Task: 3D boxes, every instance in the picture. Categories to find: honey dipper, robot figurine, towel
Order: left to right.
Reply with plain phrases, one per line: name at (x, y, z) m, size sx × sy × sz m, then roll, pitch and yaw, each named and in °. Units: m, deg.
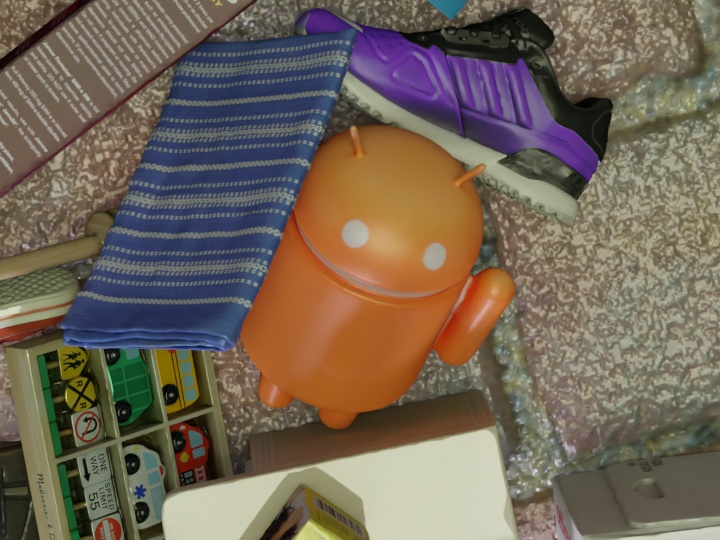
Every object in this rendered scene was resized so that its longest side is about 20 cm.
honey dipper at (-0.191, -0.002, 1.605) m, size 0.199 × 0.038 × 0.038 m, roll -17°, pitch 103°, yaw -36°
towel at (-0.086, -0.045, 1.574) m, size 0.024 × 0.144 × 0.201 m, roll 36°, pitch 66°, yaw -37°
robot figurine at (-0.002, 0.000, 1.609) m, size 0.144 × 0.116 × 0.201 m, roll 46°, pitch 135°, yaw 22°

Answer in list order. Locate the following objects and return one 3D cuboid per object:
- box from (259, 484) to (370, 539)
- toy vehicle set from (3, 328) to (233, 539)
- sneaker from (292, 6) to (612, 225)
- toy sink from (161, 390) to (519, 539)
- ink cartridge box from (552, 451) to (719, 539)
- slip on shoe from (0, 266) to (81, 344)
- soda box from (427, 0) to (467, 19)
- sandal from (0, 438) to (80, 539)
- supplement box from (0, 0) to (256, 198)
box at (-0.070, 0.219, 1.576) m, size 0.050 × 0.075 × 0.201 m, roll 34°, pitch 96°, yaw -10°
toy vehicle set at (-0.132, 0.125, 1.657) m, size 0.124 × 0.026 × 0.201 m, roll -18°, pitch 104°, yaw -36°
sneaker at (0.059, -0.115, 1.643) m, size 0.199 × 0.070 × 0.100 m, roll 30°, pitch 91°, yaw -12°
toy sink at (-0.009, 0.160, 1.662) m, size 0.199 × 0.112 × 0.131 m, roll -13°, pitch 100°, yaw -1°
ink cartridge box at (0.199, 0.222, 1.666) m, size 0.144 × 0.147 × 0.201 m, roll -7°, pitch 101°, yaw -2°
slip on shoe at (-0.253, 0.048, 1.652) m, size 0.199 × 0.074 × 0.061 m, roll -22°, pitch 114°, yaw 4°
soda box at (-0.003, -0.224, 1.568) m, size 0.064 × 0.068 × 0.200 m, roll -50°, pitch 131°, yaw 6°
sandal at (-0.210, 0.138, 1.650) m, size 0.199 × 0.054 × 0.082 m, roll -4°, pitch 96°, yaw -35°
supplement box at (-0.147, -0.124, 1.604) m, size 0.200 × 0.109 × 0.061 m, roll -38°, pitch 100°, yaw 5°
